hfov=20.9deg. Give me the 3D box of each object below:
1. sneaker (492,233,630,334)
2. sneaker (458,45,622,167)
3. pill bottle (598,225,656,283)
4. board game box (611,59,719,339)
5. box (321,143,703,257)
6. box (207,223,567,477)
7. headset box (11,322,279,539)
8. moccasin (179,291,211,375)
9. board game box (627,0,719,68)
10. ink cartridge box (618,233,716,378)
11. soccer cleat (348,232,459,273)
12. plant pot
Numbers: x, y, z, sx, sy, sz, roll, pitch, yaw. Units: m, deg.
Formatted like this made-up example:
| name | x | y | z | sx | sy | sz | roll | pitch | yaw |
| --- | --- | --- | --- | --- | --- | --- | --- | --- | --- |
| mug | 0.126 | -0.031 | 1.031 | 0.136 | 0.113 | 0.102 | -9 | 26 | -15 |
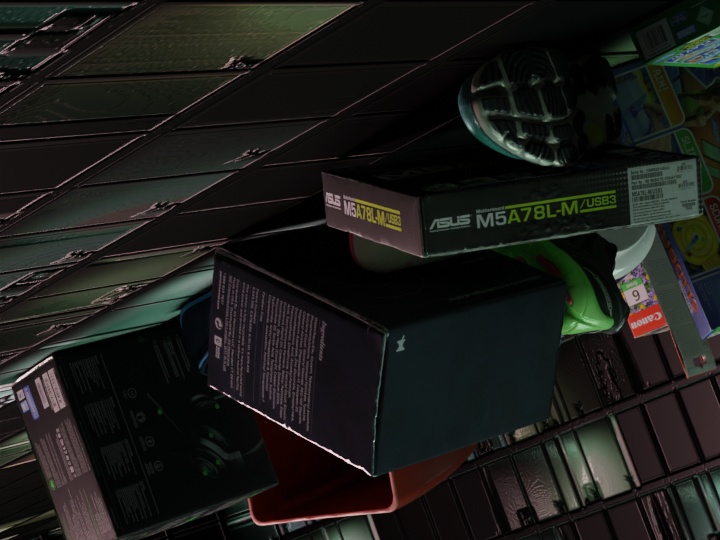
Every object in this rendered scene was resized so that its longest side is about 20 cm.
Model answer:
| name | x | y | z | sx | sy | sz | roll | pitch | yaw |
| --- | --- | --- | --- | --- | --- | --- | --- | --- | --- |
| sneaker | 0.162 | -0.012 | 1.595 | 0.083 | 0.201 | 0.077 | 17 | 124 | -28 |
| sneaker | 0.108 | -0.097 | 1.266 | 0.079 | 0.078 | 0.200 | -14 | 176 | 26 |
| pill bottle | 0.205 | -0.038 | 1.765 | 0.111 | 0.112 | 0.200 | -20 | 172 | -5 |
| board game box | 0.268 | -0.068 | 1.388 | 0.135 | 0.201 | 0.034 | -19 | 168 | -7 |
| box | 0.097 | -0.052 | 1.305 | 0.199 | 0.048 | 0.193 | -8 | -168 | -17 |
| box | 0.019 | 0.049 | 1.511 | 0.199 | 0.125 | 0.196 | -13 | -155 | -41 |
| headset box | -0.191 | 0.148 | 1.792 | 0.199 | 0.175 | 0.093 | -16 | 171 | -40 |
| moccasin | -0.081 | 0.037 | 1.667 | 0.080 | 0.069 | 0.200 | -3 | 162 | -34 |
| board game box | 0.289 | -0.186 | 1.274 | 0.199 | 0.029 | 0.134 | -25 | 170 | 30 |
| ink cartridge box | 0.353 | 0.037 | 2.334 | 0.050 | 0.201 | 0.109 | -25 | 171 | 28 |
| soccer cleat | 0.069 | -0.044 | 1.489 | 0.086 | 0.070 | 0.200 | 2 | -166 | 33 |
| plant pot | 0.003 | 0.130 | 1.935 | 0.199 | 0.201 | 0.176 | -12 | 178 | 42 |
